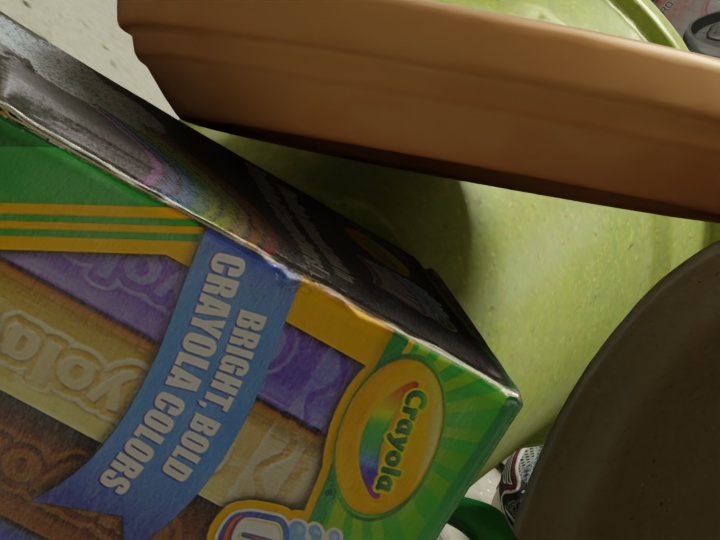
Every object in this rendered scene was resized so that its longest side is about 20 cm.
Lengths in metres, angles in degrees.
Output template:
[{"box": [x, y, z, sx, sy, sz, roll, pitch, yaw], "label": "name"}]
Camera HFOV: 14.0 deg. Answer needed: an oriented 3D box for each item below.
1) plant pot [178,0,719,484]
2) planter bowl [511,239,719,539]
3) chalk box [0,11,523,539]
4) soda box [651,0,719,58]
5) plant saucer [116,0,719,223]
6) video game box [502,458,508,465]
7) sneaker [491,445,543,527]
[{"box": [0.000, 0.000, 0.937, 0.200, 0.200, 0.184, 43, 29, 2], "label": "plant pot"}, {"box": [0.140, 0.103, 0.761, 0.135, 0.200, 0.200, 18, 27, -25], "label": "planter bowl"}, {"box": [-0.046, 0.040, 0.765, 0.200, 0.124, 0.124, 31, 9, -17], "label": "chalk box"}, {"box": [0.056, -0.047, 1.099, 0.068, 0.200, 0.064, 22, 27, -49], "label": "soda box"}, {"box": [0.032, -0.043, 0.773, 0.200, 0.038, 0.200, 11, 0, 0], "label": "plant saucer"}, {"box": [0.154, 0.109, 1.200, 0.200, 0.047, 0.182, 46, 17, 10], "label": "video game box"}, {"box": [0.108, 0.085, 1.008, 0.081, 0.075, 0.200, -11, 13, -23], "label": "sneaker"}]
